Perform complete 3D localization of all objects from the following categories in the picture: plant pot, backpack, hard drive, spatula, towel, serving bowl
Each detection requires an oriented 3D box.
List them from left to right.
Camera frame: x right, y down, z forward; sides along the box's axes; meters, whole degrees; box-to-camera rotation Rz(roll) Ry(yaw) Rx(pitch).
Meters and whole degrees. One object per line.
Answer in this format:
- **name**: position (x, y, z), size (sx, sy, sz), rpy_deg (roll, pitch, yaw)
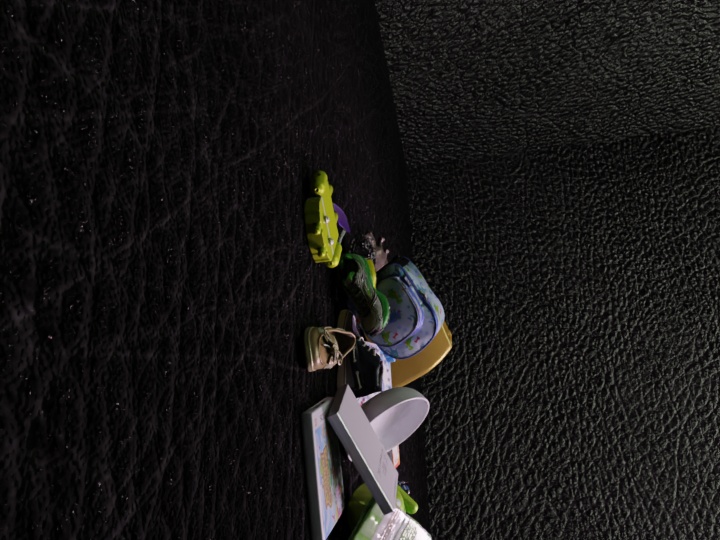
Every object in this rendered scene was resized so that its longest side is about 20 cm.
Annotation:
- **spatula**: position (-0.045, -0.056, 1.423), size (0.056, 0.020, 0.202), rpy_deg (36, 49, -51)
- **hard drive**: position (0.007, 0.316, 1.142), size (0.201, 0.027, 0.132), rpy_deg (62, 11, -8)
- **serving bowl**: position (0.043, 0.305, 1.312), size (0.066, 0.199, 0.201), rpy_deg (52, -10, 32)
- **towel**: position (0.045, 0.515, 1.178), size (0.200, 0.031, 0.150), rpy_deg (49, 64, -33)
- **backpack**: position (0.082, 0.097, 1.455), size (0.200, 0.183, 0.147), rpy_deg (51, 23, -3)
- **plant pot**: position (0.139, 0.180, 1.735), size (0.195, 0.199, 0.196), rpy_deg (65, 11, -5)

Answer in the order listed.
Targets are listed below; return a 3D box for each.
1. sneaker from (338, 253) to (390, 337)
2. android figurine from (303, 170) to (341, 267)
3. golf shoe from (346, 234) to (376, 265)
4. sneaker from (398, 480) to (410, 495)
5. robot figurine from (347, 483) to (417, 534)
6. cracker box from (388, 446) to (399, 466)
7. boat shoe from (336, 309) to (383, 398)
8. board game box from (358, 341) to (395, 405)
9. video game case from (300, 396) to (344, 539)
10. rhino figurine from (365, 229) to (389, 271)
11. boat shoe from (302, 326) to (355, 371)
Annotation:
- **sneaker**: position (-0.002, 0.052, 1.352), size (0.085, 0.078, 0.201), rpy_deg (17, 43, -46)
- **android figurine**: position (-0.072, -0.095, 1.233), size (0.200, 0.041, 0.183), rpy_deg (-82, 164, -64)
- **golf shoe**: position (0.000, 0.000, 1.581), size (0.095, 0.077, 0.202), rpy_deg (-120, -159, -67)
- **sneaker**: position (0.078, 0.541, 1.601), size (0.200, 0.089, 0.079), rpy_deg (70, 17, -55)
- **robot figurine**: position (0.036, 0.505, 1.266), size (0.175, 0.115, 0.201), rpy_deg (-38, 128, -42)
- **cracker box**: position (0.063, 0.421, 1.697), size (0.134, 0.057, 0.202), rpy_deg (48, 38, -75)
- **boat shoe**: position (0.002, 0.172, 1.339), size (0.075, 0.092, 0.201), rpy_deg (60, 25, -59)
- **board game box**: position (0.030, 0.262, 1.457), size (0.200, 0.026, 0.202), rpy_deg (24, 59, -56)
- **video game case**: position (-0.060, 0.326, 1.072), size (0.182, 0.022, 0.202), rpy_deg (19, 65, -80)
- **rhino figurine**: position (0.040, -0.056, 1.864), size (0.200, 0.059, 0.088), rpy_deg (58, 37, -64)
- **boat shoe**: position (-0.055, 0.128, 1.106), size (0.200, 0.062, 0.074), rpy_deg (-26, 110, -80)
